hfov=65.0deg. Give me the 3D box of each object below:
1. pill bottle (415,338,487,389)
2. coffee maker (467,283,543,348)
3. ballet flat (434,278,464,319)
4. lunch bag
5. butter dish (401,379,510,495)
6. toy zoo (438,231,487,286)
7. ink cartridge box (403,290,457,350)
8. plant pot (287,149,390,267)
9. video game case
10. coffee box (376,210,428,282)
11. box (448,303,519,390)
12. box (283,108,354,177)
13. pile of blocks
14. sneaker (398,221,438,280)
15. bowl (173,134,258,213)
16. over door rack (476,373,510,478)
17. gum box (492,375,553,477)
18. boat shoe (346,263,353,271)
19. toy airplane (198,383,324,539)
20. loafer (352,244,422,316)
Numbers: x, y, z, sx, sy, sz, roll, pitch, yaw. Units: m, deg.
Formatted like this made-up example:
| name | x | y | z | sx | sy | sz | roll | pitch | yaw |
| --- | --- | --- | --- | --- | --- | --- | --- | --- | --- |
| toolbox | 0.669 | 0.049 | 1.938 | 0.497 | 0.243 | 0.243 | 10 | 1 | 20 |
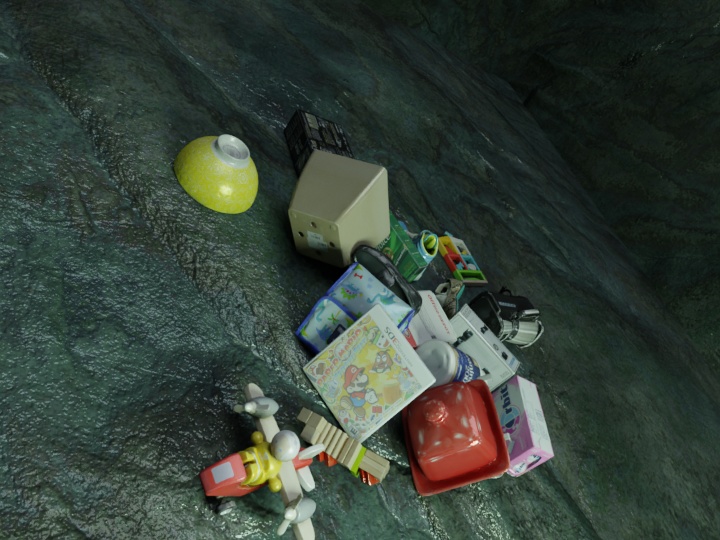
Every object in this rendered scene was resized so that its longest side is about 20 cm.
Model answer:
| name | x | y | z | sx | sy | sz | roll | pitch | yaw |
| --- | --- | --- | --- | --- | --- | --- | --- | --- | --- |
| pill bottle | 0.208 | 0.235 | 1.276 | 0.199 | 0.110 | 0.113 | 31 | 33 | -45 |
| coffee maker | 0.390 | 0.126 | 1.600 | 0.197 | 0.137 | 0.192 | 10 | 23 | -39 |
| ballet flat | 0.236 | 0.078 | 1.543 | 0.074 | 0.069 | 0.200 | 21 | 29 | 7 |
| lunch bag | -0.012 | 0.114 | 1.169 | 0.169 | 0.128 | 0.200 | 39 | 70 | 14 |
| butter dish | 0.162 | 0.296 | 1.086 | 0.149 | 0.196 | 0.203 | 55 | 19 | -45 |
| toy zoo | 0.306 | -0.039 | 1.758 | 0.129 | 0.020 | 0.202 | 2 | 52 | -44 |
| ink cartridge box | 0.115 | 0.131 | 1.336 | 0.197 | 0.083 | 0.149 | 0 | 53 | -44 |
| plant pot | -0.059 | -0.128 | 1.307 | 0.196 | 0.203 | 0.178 | 18 | 50 | 22 |
| video game case | 0.013 | 0.198 | 1.079 | 0.183 | 0.199 | 0.023 | 52 | 8 | 14 |
| coffee box | 0.075 | -0.054 | 1.459 | 0.044 | 0.123 | 0.202 | -13 | 64 | -46 |
| box | 0.285 | 0.197 | 1.409 | 0.200 | 0.117 | 0.060 | 46 | 35 | 7 |
| box | -0.111 | -0.339 | 1.598 | 0.161 | 0.086 | 0.203 | 10 | 46 | -38 |
| pile of blocks | -0.038 | 0.327 | 1.008 | 0.198 | 0.082 | 0.063 | 35 | 65 | -4 |
| sneaker | 0.154 | -0.086 | 1.561 | 0.078 | 0.131 | 0.203 | 11 | 46 | -35 |
| bowl | -0.309 | -0.240 | 1.281 | 0.197 | 0.108 | 0.203 | 26 | 39 | -23 |
| over door rack | 0.265 | 0.337 | 1.209 | 0.065 | 0.202 | 0.150 | -10 | 49 | 1 |
| gum box | 0.368 | 0.366 | 1.316 | 0.065 | 0.114 | 0.202 | 26 | 38 | -21 |
| boat shoe | 0.000 | 0.000 | 1.372 | 0.061 | 0.076 | 0.201 | 27 | 27 | -1 |
| toy airplane | -0.128 | 0.293 | 0.875 | 0.198 | 0.141 | 0.200 | 35 | 35 | -10 |
| loafer | 0.059 | 0.024 | 1.260 | 0.200 | 0.068 | 0.071 | 45 | 28 | -4 |
